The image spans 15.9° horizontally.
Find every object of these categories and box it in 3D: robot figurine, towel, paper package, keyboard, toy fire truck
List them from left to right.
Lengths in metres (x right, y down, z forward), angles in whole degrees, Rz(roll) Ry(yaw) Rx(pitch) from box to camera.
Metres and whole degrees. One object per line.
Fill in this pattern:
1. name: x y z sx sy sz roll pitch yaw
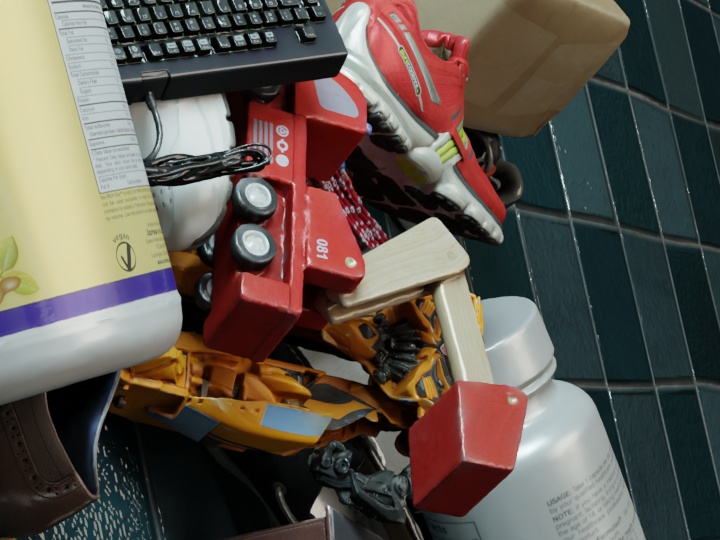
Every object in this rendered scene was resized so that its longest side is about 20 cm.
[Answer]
1. keyboard: -0.090 -0.086 1.071 0.200 0.021 0.127 -11 73 -35
2. robot figurine: -0.023 0.036 1.173 0.200 0.058 0.145 14 55 -22
3. towel: -0.015 -0.036 1.323 0.145 0.022 0.200 47 -3 43
4. toy fire truck: 0.000 0.000 1.139 0.141 0.049 0.200 16 53 -21
5. paper package: 0.033 -0.175 1.432 0.191 0.103 0.200 48 16 15

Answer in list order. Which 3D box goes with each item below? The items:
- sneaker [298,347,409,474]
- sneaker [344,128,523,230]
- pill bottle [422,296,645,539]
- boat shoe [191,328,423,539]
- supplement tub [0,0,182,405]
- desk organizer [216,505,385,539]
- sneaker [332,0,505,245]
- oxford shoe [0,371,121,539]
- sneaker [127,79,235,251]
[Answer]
1. sneaker: -0.031 0.016 1.303 0.200 0.075 0.089 58 6 -30
2. sneaker: 0.037 -0.077 1.494 0.200 0.082 0.077 29 50 -62
3. pill bottle: 0.090 0.122 1.449 0.114 0.114 0.200 -57 128 -63
4. boat shoe: -0.021 0.096 1.237 0.074 0.060 0.200 -38 115 -38
5. supplement tub: -0.154 -0.050 0.908 0.145 0.145 0.200 -18 92 -69
6. desk organizer: -0.024 0.216 1.150 0.072 0.077 0.200 38 42 -57
7. sneaker: 0.035 -0.077 1.295 0.085 0.077 0.200 -65 152 -16
8. oxford shoe: -0.126 0.019 1.032 0.071 0.073 0.200 47 34 -50
9. sneaker: -0.125 -0.093 1.107 0.087 0.075 0.200 -22 79 -44
